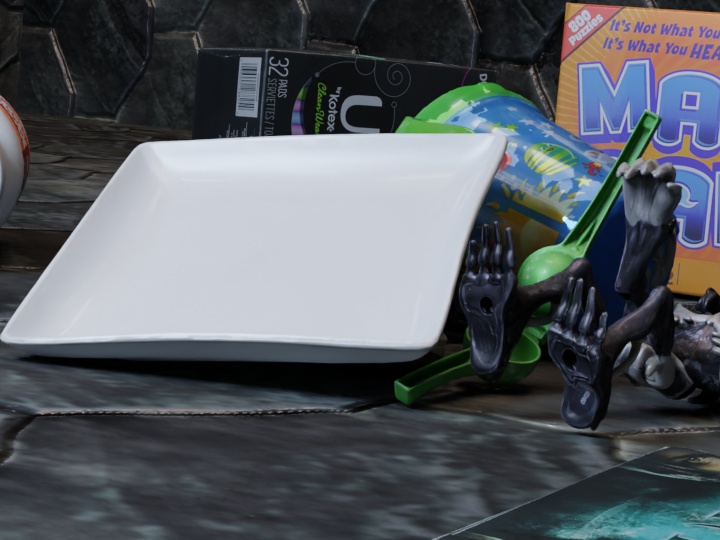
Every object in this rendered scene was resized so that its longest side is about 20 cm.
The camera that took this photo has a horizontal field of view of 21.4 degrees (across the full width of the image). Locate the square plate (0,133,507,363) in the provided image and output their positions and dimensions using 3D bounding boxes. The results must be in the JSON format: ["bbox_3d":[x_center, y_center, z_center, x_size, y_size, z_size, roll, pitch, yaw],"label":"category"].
[{"bbox_3d":[-0.041,-0.010,0.892,0.198,0.029,0.200,-1,29,15],"label":"square plate"}]

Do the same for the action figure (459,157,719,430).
[{"bbox_3d":[0.142,0.014,0.838,0.200,0.102,0.119,-1,23,-45],"label":"action figure"}]

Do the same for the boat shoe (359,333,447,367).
[{"bbox_3d":[-0.006,0.000,0.962,0.074,0.075,0.202,3,6,-17],"label":"boat shoe"}]

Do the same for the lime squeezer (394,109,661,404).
[{"bbox_3d":[0.076,0.007,0.875,0.038,0.071,0.200,20,53,37],"label":"lime squeezer"}]

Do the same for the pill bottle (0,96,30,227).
[{"bbox_3d":[-0.266,-0.067,1.203,0.109,0.110,0.200,4,6,-9],"label":"pill bottle"}]

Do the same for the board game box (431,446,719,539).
[{"bbox_3d":[0.107,0.083,0.500,0.135,0.028,0.200,9,7,28],"label":"board game box"}]

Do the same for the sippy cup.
[{"bbox_3d":[0.095,-0.020,1.034,0.178,0.140,0.130,-12,26,-39],"label":"sippy cup"}]

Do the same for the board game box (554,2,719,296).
[{"bbox_3d":[0.272,-0.086,1.414,0.199,0.201,0.200,8,7,30],"label":"board game box"}]

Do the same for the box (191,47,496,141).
[{"bbox_3d":[-0.015,-0.090,1.448,0.200,0.149,0.124,2,6,-30],"label":"box"}]
